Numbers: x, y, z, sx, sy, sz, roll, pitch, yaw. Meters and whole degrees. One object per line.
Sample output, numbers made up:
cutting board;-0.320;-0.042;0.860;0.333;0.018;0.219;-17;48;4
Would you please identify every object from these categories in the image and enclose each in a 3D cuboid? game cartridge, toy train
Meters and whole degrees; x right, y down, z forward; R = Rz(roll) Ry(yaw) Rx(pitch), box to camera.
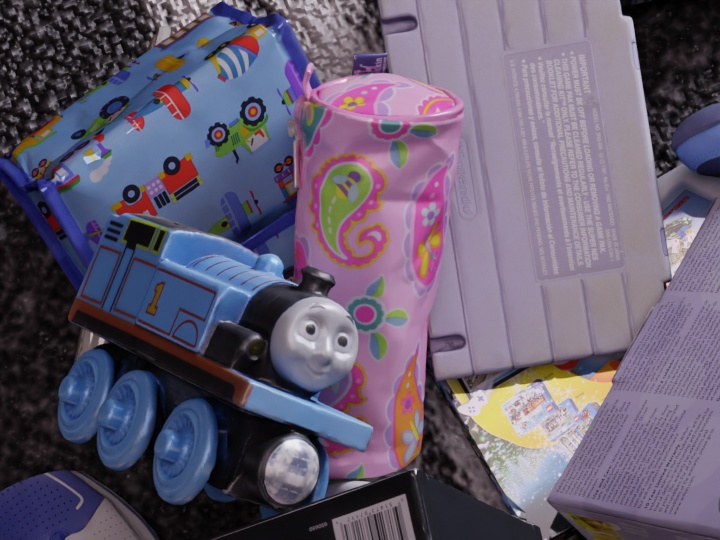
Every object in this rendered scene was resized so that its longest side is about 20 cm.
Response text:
game cartridge;0.086;-0.052;1.069;0.129;0.038;0.201;-8;89;-1
toy train;-0.068;0.043;0.938;0.086;0.200;0.115;20;89;-32

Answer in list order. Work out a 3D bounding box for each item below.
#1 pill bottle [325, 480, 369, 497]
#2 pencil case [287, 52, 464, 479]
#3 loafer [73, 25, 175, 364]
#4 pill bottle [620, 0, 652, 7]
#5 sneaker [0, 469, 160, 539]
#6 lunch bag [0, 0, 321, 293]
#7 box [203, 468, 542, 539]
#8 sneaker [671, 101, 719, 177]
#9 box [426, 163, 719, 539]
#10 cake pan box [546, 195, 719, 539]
pill bottle;0.010;0.213;1.029;0.111;0.111;0.201;12;78;8
pencil case;0.000;0.000;1.025;0.087;0.087;0.201;8;109;8
loafer;-0.106;-0.029;1.129;0.062;0.072;0.201;13;84;-8
pill bottle;0.178;-0.202;1.116;0.199;0.106;0.107;-10;76;3
sneaker;-0.131;0.188;1.042;0.080;0.115;0.200;-35;75;6
lunch bag;-0.068;-0.011;1.075;0.150;0.094;0.201;-37;115;-14
box;-0.027;0.164;0.917;0.199;0.141;0.079;-21;68;20
sneaker;0.256;-0.045;1.066;0.199;0.074;0.083;6;77;-9
box;0.143;0.040;1.095;0.199;0.038;0.137;-29;75;-2
cake pan box;0.200;0.049;0.970;0.052;0.184;0.201;43;68;-30
